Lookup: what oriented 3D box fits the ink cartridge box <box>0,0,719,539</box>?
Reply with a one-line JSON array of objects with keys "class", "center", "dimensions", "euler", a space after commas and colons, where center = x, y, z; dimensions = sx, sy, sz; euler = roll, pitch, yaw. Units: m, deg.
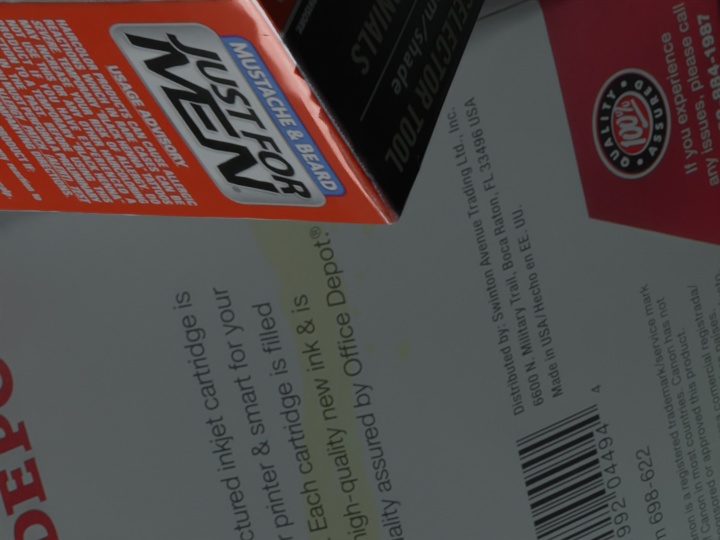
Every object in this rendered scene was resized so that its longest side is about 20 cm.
[{"class": "ink cartridge box", "center": [-0.016, 0.021, 0.608], "dimensions": [0.199, 0.146, 0.083], "euler": [-22, -157, -22]}]

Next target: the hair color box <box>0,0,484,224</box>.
[{"class": "hair color box", "center": [-0.070, -0.072, 0.532], "dimensions": [0.199, 0.111, 0.064], "euler": [3, 145, 31]}]
